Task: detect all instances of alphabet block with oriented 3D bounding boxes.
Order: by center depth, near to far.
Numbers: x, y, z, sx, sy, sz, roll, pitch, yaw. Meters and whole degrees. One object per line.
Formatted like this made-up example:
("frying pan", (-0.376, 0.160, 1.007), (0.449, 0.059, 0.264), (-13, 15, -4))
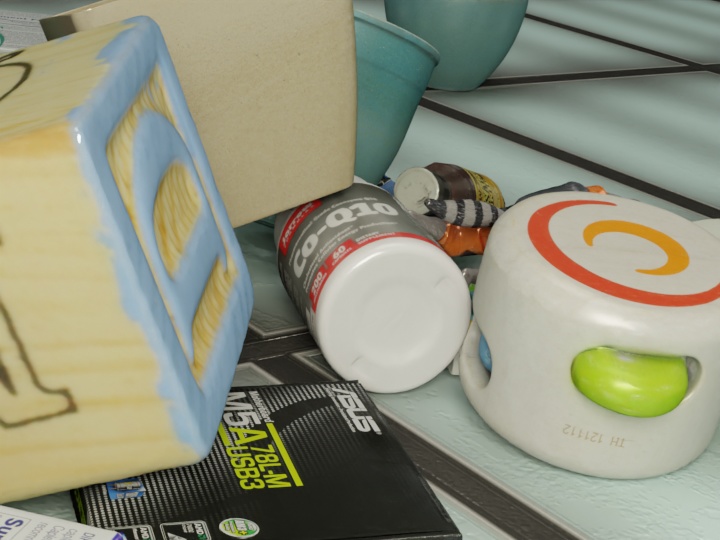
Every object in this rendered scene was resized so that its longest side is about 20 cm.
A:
("alphabet block", (-0.189, -0.002, 0.818), (0.198, 0.198, 0.196), (-13, 23, 10))

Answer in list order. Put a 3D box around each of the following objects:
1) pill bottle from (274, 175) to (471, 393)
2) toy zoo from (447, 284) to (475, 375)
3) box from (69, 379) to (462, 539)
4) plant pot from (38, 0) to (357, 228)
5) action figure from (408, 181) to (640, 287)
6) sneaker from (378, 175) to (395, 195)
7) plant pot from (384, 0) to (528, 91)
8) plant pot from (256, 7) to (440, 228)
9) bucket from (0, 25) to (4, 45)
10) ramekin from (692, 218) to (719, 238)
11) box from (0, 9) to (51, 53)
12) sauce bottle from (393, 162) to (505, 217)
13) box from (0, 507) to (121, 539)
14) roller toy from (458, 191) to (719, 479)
("pill bottle", (0.000, 0.000, 1.105), (0.113, 0.115, 0.200), (0, 20, -17))
("toy zoo", (0.109, 0.044, 1.158), (0.130, 0.021, 0.200), (0, 20, -18))
("box", (-0.064, 0.124, 0.837), (0.191, 0.048, 0.200), (-3, 21, -15))
("plant pot", (-0.107, -0.130, 1.097), (0.198, 0.179, 0.200), (-19, 14, -16))
("action figure", (0.146, -0.021, 1.172), (0.192, 0.106, 0.200), (-14, 22, -23))
("sneaker", (-0.017, -0.092, 1.398), (0.078, 0.090, 0.199), (-13, 30, -44))
("plant pot", (0.123, -0.322, 2.025), (0.198, 0.136, 0.200), (6, 20, -2))
("plant pot", (-0.051, -0.127, 1.291), (0.198, 0.190, 0.200), (18, -1, 0))
("bucket", (-0.336, -0.088, 1.131), (0.133, 0.210, 0.207), (-3, 21, -12))
("ramekin", (0.317, 0.032, 1.140), (0.197, 0.099, 0.200), (6, 19, -2))
("box", (-0.362, -0.209, 1.595), (0.182, 0.106, 0.200), (6, 20, -2))
("sauce bottle", (0.078, -0.060, 1.303), (0.065, 0.067, 0.200), (13, 4, 18))
("box", (-0.215, 0.165, 0.561), (0.198, 0.106, 0.184), (10, 19, 11))
("roller toy", (0.163, 0.045, 0.992), (0.182, 0.141, 0.199), (32, 35, 32))
